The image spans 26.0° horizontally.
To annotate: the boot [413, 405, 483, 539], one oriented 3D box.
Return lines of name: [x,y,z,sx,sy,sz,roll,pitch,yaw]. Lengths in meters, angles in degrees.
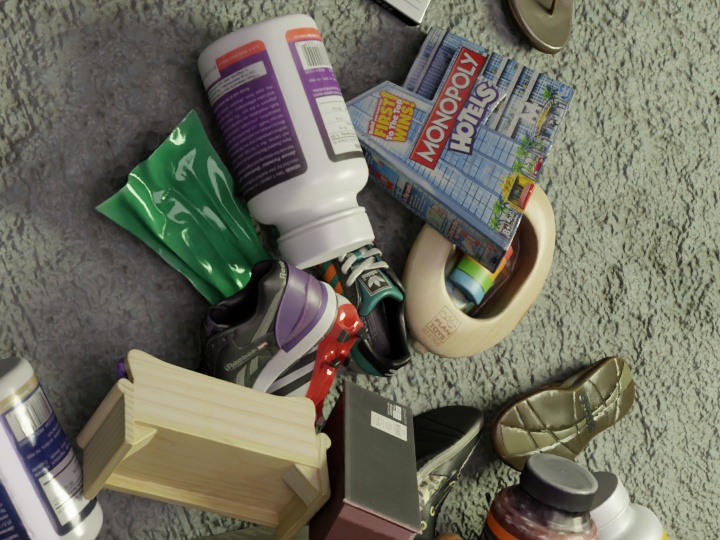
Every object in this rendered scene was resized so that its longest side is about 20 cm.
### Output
boot: [0.059,0.236,1.459,0.203,0.073,0.155,-41,125,-38]

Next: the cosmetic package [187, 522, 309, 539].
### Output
cosmetic package: [-0.116,0.271,1.344,0.198,0.105,0.072,-7,93,-26]

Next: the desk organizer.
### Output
desk organizer: [0.001,0.185,1.338,0.071,0.201,0.078,24,112,-11]

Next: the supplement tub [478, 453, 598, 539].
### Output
supplement tub: [0.156,0.275,1.450,0.106,0.107,0.202,8,110,-27]

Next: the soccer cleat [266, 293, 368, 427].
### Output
soccer cleat: [-0.068,0.105,1.386,0.068,0.085,0.202,3,118,-59]

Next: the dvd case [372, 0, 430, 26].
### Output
dvd case: [0.034,-0.354,1.457,0.149,0.025,0.202,29,78,-25]

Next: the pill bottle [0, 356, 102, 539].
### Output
pill bottle: [-0.276,0.182,1.254,0.110,0.111,0.202,-29,104,-24]

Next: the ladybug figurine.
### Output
ladybug figurine: [0.103,-0.004,1.471,0.136,0.072,0.200,46,71,-19]

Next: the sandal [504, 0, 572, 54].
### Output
sandal: [0.191,-0.315,1.522,0.081,0.054,0.203,13,85,-27]

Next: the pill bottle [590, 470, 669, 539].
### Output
pill bottle: [0.262,0.303,1.537,0.112,0.112,0.202,-35,106,-22]

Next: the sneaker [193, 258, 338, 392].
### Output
sneaker: [-0.115,0.070,1.325,0.087,0.076,0.200,31,105,-37]

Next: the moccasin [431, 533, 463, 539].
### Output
moccasin: [0.085,0.336,1.391,0.073,0.077,0.204,-4,95,-51]

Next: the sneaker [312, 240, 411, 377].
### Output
sneaker: [0.000,0.000,1.411,0.071,0.080,0.202,-25,99,-25]

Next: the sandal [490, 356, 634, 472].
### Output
sandal: [0.193,0.138,1.528,0.199,0.054,0.083,-28,108,-39]

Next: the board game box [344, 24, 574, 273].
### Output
board game box: [0.075,-0.132,1.424,0.198,0.062,0.202,25,68,2]

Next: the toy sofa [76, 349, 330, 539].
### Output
toy sofa: [-0.127,0.147,1.282,0.198,0.083,0.098,18,41,-28]

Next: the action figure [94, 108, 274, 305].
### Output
action figure: [-0.132,-0.028,1.353,0.118,0.055,0.201,-43,120,-10]

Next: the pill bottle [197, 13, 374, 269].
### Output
pill bottle: [-0.059,-0.107,1.342,0.110,0.111,0.202,-18,85,-26]
